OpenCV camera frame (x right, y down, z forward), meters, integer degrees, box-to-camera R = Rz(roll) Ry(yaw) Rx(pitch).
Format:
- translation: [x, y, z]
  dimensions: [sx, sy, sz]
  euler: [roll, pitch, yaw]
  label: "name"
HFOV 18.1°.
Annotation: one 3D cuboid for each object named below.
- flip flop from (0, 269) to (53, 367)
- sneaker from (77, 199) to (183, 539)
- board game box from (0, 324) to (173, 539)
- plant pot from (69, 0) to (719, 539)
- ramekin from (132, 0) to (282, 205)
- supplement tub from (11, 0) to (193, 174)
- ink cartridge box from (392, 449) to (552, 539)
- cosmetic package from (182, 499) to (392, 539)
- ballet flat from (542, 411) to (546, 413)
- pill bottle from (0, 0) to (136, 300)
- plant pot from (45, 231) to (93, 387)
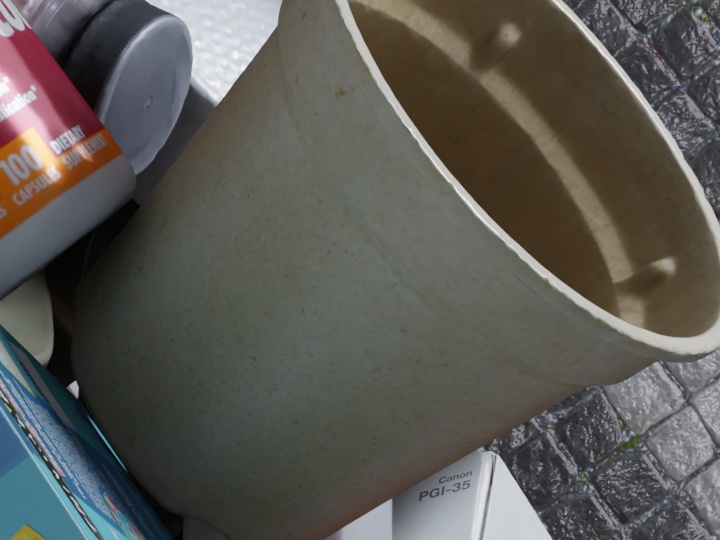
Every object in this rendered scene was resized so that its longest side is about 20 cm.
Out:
- translation: [-0.156, -0.046, 0.965]
  dimensions: [0.081, 0.057, 0.201]
  euler: [24, 48, -31]
  label: "flip flop"
- translation: [-0.089, 0.045, 1.050]
  dimensions: [0.074, 0.201, 0.106]
  euler: [8, -22, 8]
  label: "sneaker"
- translation: [-0.101, 0.076, 0.695]
  dimensions: [0.151, 0.047, 0.200]
  euler: [52, -3, 26]
  label: "board game box"
- translation: [0.000, 0.000, 0.805]
  dimensions: [0.200, 0.183, 0.201]
  euler: [37, 28, -24]
  label: "plant pot"
- translation: [-0.039, -0.101, 1.014]
  dimensions: [0.201, 0.200, 0.098]
  euler: [53, -44, 9]
  label: "ramekin"
- translation: [-0.167, -0.105, 0.903]
  dimensions: [0.199, 0.107, 0.107]
  euler: [24, -13, 18]
  label: "supplement tub"
- translation: [0.037, 0.194, 1.060]
  dimensions: [0.201, 0.146, 0.083]
  euler: [57, 28, -30]
  label: "ink cartridge box"
- translation: [-0.028, 0.087, 0.943]
  dimensions: [0.102, 0.073, 0.202]
  euler: [48, 39, -71]
  label: "cosmetic package"
- translation: [0.022, 0.050, 1.044]
  dimensions: [0.075, 0.064, 0.199]
  euler: [-1, 12, -39]
  label: "ballet flat"
- translation: [-0.178, -0.076, 0.788]
  dimensions: [0.200, 0.113, 0.113]
  euler: [53, -3, -5]
  label: "pill bottle"
- translation: [-0.149, -0.060, 1.115]
  dimensions: [0.201, 0.174, 0.200]
  euler: [54, -4, 5]
  label: "plant pot"
